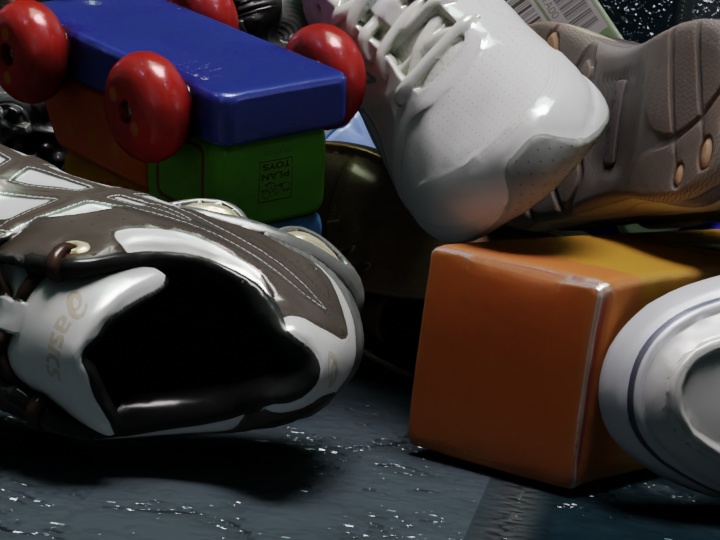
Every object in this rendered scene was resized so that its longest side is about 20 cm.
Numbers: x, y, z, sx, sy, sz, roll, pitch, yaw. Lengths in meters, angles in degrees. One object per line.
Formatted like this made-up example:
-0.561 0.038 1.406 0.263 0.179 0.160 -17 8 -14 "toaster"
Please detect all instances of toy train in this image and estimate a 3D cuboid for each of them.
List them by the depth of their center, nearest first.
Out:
-0.085 -0.040 0.842 0.085 0.116 0.200 -13 25 -36 "toy train"

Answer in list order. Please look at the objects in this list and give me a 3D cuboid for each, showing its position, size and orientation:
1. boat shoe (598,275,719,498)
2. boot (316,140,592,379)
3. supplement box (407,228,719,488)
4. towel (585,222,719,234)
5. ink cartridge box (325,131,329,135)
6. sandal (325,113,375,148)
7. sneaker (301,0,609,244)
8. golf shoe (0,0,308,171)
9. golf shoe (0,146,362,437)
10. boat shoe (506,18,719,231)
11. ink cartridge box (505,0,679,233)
0.170 0.046 0.719 0.200 0.072 0.066 13 2 -15 "boat shoe"
0.000 0.000 0.897 0.200 0.074 0.075 13 19 26 "boot"
0.099 0.023 0.813 0.066 0.069 0.200 13 12 35 "supplement box"
0.180 -0.029 0.993 0.200 0.050 0.148 -15 9 31 "towel"
-0.060 -0.109 1.114 0.145 0.088 0.200 -10 19 -5 "ink cartridge box"
-0.060 -0.032 0.996 0.200 0.087 0.079 4 10 -5 "sandal"
0.018 -0.070 0.818 0.080 0.070 0.200 48 2 -25 "sneaker"
-0.096 -0.051 0.932 0.200 0.078 0.094 -20 12 18 "golf shoe"
-0.098 0.004 0.701 0.200 0.078 0.094 5 8 -2 "golf shoe"
0.101 -0.042 0.839 0.073 0.075 0.200 13 0 -24 "boat shoe"
0.069 -0.100 1.018 0.048 0.146 0.200 -36 20 5 "ink cartridge box"
